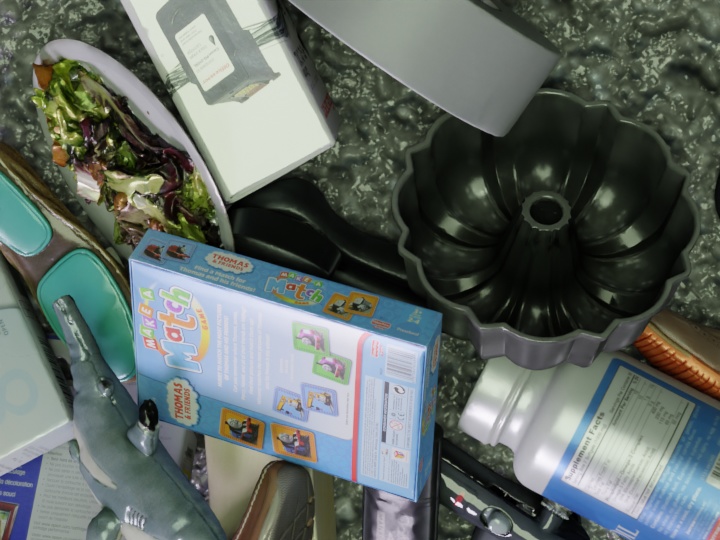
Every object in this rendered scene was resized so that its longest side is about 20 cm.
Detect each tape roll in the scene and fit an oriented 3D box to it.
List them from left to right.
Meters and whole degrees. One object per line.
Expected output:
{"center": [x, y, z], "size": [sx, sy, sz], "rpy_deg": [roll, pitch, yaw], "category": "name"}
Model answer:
{"center": [0.028, -0.167, 1.562], "size": [0.200, 0.200, 0.066], "rpy_deg": [34, 99, -3], "category": "tape roll"}

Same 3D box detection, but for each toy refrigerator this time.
{"center": [-0.062, 0.128, 1.705], "size": [0.076, 0.070, 0.201], "rpy_deg": [-2, 100, 11], "category": "toy refrigerator"}

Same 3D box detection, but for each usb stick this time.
{"center": [0.027, 0.181, 1.692], "size": [0.055, 0.033, 0.200], "rpy_deg": [12, 123, 16], "category": "usb stick"}

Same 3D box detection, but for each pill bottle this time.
{"center": [0.171, 0.114, 1.660], "size": [0.200, 0.112, 0.112], "rpy_deg": [27, 101, 7], "category": "pill bottle"}

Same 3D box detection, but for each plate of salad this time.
{"center": [-0.156, -0.059, 1.620], "size": [0.048, 0.200, 0.200], "rpy_deg": [-36, 98, -28], "category": "plate of salad"}

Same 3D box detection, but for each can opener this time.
{"center": [0.000, 0.000, 1.674], "size": [0.200, 0.079, 0.063], "rpy_deg": [23, 142, -13], "category": "can opener"}
{"center": [0.073, 0.152, 1.702], "size": [0.200, 0.063, 0.079], "rpy_deg": [35, 101, -4], "category": "can opener"}

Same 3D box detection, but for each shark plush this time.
{"center": [-0.142, 0.107, 1.619], "size": [0.091, 0.083, 0.200], "rpy_deg": [-8, 75, -32], "category": "shark plush"}

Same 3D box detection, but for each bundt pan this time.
{"center": [0.118, -0.019, 1.621], "size": [0.201, 0.076, 0.202], "rpy_deg": [1, 57, -2], "category": "bundt pan"}

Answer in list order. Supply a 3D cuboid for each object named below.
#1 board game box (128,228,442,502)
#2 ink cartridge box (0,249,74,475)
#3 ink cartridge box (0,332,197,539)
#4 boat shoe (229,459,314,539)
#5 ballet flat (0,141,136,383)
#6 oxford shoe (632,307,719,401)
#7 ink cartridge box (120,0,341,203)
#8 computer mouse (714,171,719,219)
{"center": [-0.049, 0.062, 1.590], "size": [0.200, 0.037, 0.151], "rpy_deg": [16, 137, 12], "category": "board game box"}
{"center": [-0.307, 0.081, 1.684], "size": [0.200, 0.047, 0.160], "rpy_deg": [-28, 75, 2], "category": "ink cartridge box"}
{"center": [-0.216, 0.145, 1.702], "size": [0.197, 0.047, 0.200], "rpy_deg": [6, 75, 12], "category": "ink cartridge box"}
{"center": [-0.089, 0.216, 1.655], "size": [0.072, 0.076, 0.200], "rpy_deg": [23, 100, 21], "category": "boat shoe"}
{"center": [-0.205, -0.014, 1.682], "size": [0.068, 0.072, 0.200], "rpy_deg": [-40, 96, 21], "category": "ballet flat"}
{"center": [0.268, 0.062, 1.679], "size": [0.200, 0.071, 0.073], "rpy_deg": [28, 82, -7], "category": "oxford shoe"}
{"center": [-0.092, -0.158, 1.611], "size": [0.084, 0.145, 0.200], "rpy_deg": [-26, 98, 6], "category": "ink cartridge box"}
{"center": [0.329, -0.078, 1.647], "size": [0.200, 0.053, 0.139], "rpy_deg": [-29, 99, 8], "category": "computer mouse"}
